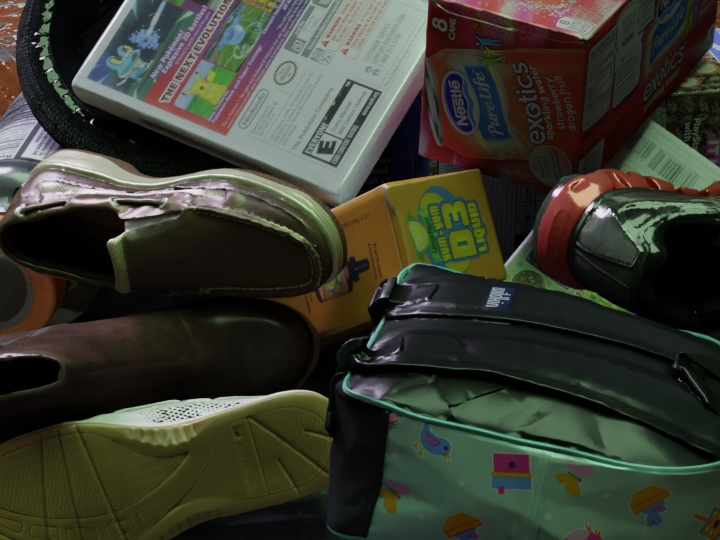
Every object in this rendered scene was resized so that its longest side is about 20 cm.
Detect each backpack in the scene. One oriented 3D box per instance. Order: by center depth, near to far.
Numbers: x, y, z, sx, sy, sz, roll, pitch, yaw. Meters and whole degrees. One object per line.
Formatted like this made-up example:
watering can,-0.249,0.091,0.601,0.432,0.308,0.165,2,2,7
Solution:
backpack,0.094,0.092,1.417,0.200,0.154,0.176,5,21,12

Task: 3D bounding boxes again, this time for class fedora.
fedora,-0.099,-0.116,1.710,0.200,0.092,0.201,-6,60,10

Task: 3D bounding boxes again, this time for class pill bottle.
pill bottle,-0.186,-0.032,1.717,0.106,0.106,0.200,5,27,9

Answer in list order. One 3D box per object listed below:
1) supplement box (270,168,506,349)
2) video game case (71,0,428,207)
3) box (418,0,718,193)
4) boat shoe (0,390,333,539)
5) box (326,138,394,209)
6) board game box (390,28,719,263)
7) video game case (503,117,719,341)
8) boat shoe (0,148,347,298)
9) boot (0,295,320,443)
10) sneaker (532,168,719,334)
supplement box,0.000,0.000,1.591,0.069,0.067,0.200,-11,-5,-27
video game case,-0.037,-0.148,1.645,0.182,0.023,0.200,23,71,23
box,0.116,-0.134,1.577,0.095,0.100,0.200,18,37,22
boat shoe,-0.105,0.103,1.500,0.200,0.071,0.069,-9,4,-4
box,0.028,-0.120,1.794,0.117,0.200,0.197,-4,26,-9
board game box,0.123,-0.043,1.685,0.200,0.160,0.097,-4,26,-12
video game case,0.147,0.023,1.555,0.143,0.018,0.200,36,63,8
boat shoe,-0.105,-0.011,1.560,0.202,0.075,0.075,7,35,33
boot,-0.129,0.056,1.520,0.200,0.073,0.166,-10,-2,9
sneaker,0.189,-0.009,1.496,0.200,0.071,0.098,-2,23,-33
